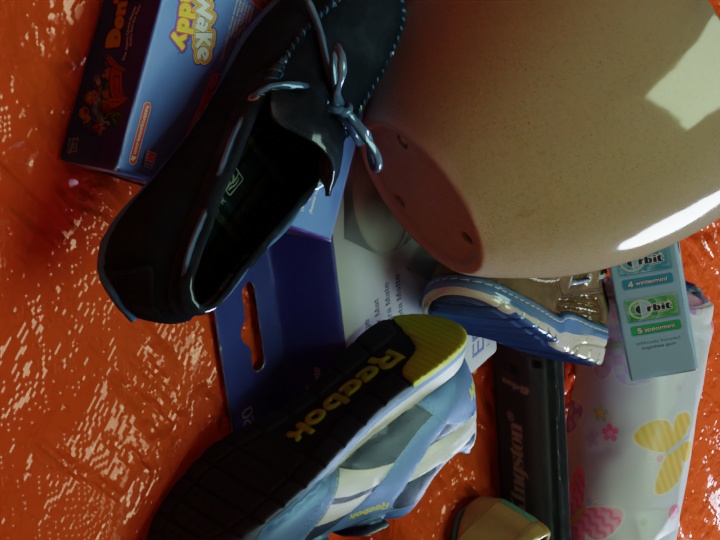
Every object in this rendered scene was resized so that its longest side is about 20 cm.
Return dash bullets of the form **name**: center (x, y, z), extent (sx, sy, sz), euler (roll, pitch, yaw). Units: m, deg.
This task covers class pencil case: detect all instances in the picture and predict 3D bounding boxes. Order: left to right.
- **pencil case**: center (0.167, 0.104, 1.402), extent (0.083, 0.090, 0.202), euler (1, 99, -39)

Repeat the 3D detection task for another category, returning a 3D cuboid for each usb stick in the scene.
- **usb stick**: center (0.106, 0.123, 1.347), extent (0.032, 0.055, 0.201), euler (-17, 117, -27)

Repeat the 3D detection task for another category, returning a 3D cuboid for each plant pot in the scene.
- **plant pot**: center (0.078, -0.074, 1.069), extent (0.134, 0.200, 0.201), euler (-37, 133, -19)

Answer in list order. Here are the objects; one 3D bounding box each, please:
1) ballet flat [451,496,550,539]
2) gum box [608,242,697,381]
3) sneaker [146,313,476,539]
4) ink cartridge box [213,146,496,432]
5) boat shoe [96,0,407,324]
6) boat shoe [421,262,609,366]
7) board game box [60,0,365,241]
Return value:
- **ballet flat**: center (0.080, 0.239, 1.339), extent (0.068, 0.063, 0.202), euler (-16, 114, -52)
- **gum box**: center (0.158, -0.067, 1.293), extent (0.170, 0.044, 0.201), euler (-88, 165, -53)
- **sneaker**: center (-0.016, 0.106, 1.104), extent (0.199, 0.074, 0.083), euler (-34, 128, -20)
- **ink cartridge box**: center (0.000, 0.000, 1.159), extent (0.200, 0.040, 0.201), euler (-38, 130, -44)
- **boat shoe**: center (-0.031, -0.051, 0.966), extent (0.084, 0.068, 0.201), euler (45, 68, -38)
- **boat shoe**: center (0.087, 0.004, 1.200), extent (0.200, 0.072, 0.073), euler (24, 75, -68)
- **board game box**: center (-0.049, -0.128, 1.014), extent (0.134, 0.045, 0.201), euler (18, 85, -43)
